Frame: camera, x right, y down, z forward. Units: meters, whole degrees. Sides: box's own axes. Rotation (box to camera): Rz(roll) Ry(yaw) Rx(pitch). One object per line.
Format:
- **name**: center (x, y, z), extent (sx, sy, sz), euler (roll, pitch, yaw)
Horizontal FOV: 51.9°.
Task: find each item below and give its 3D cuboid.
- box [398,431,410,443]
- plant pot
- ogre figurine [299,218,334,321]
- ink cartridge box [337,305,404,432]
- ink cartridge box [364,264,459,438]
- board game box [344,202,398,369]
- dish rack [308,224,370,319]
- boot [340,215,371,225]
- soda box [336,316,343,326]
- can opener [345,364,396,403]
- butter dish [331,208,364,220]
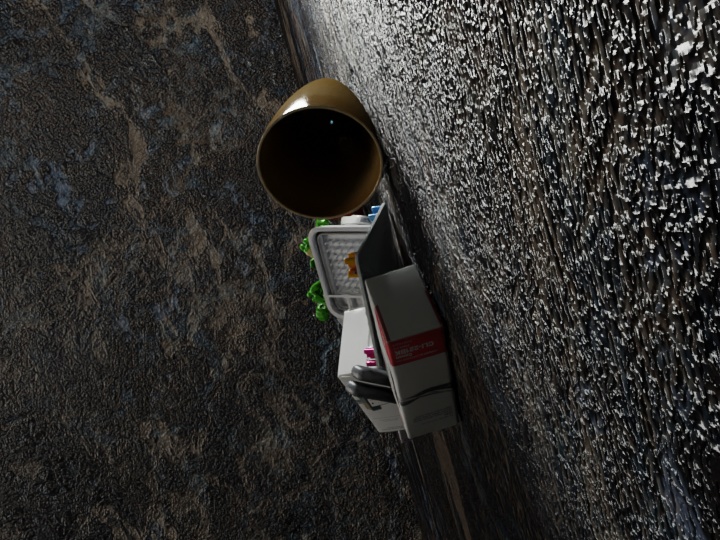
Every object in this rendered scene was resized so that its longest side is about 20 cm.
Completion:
- **box**: center (0.121, 0.428, 2.144), extent (0.201, 0.041, 0.039), euler (79, 174, -45)
- **plant pot**: center (-0.056, -0.213, 1.150), extent (0.201, 0.184, 0.188), euler (-87, -14, -52)
- **ogre figurine**: center (-0.063, -0.008, 1.509), extent (0.120, 0.097, 0.202), euler (-19, -89, -70)
- **ink cartridge box**: center (0.037, 0.176, 1.333), extent (0.201, 0.083, 0.147), euler (59, -153, -43)
- **ink cartridge box**: center (0.076, 0.119, 1.074), extent (0.145, 0.083, 0.202), euler (-109, 4, -53)
- **board game box**: center (0.026, 0.022, 1.193), extent (0.200, 0.026, 0.202), euler (-64, -33, -58)
- **dish rack**: center (0.000, 0.000, 1.381), extent (0.044, 0.170, 0.202), euler (-49, -48, -47)
- **boot**: center (-0.007, -0.060, 1.494), extent (0.200, 0.072, 0.092), euler (-166, 83, -86)
- **soda box**: center (0.001, 0.052, 1.595), extent (0.068, 0.063, 0.201), euler (55, -156, -29)
- **can opener**: center (0.062, 0.195, 1.211), extent (0.066, 0.199, 0.053), euler (22, 91, 51)
- **butter dish**: center (-0.094, -0.194, 1.627), extent (0.199, 0.147, 0.202), euler (43, -154, -61)
